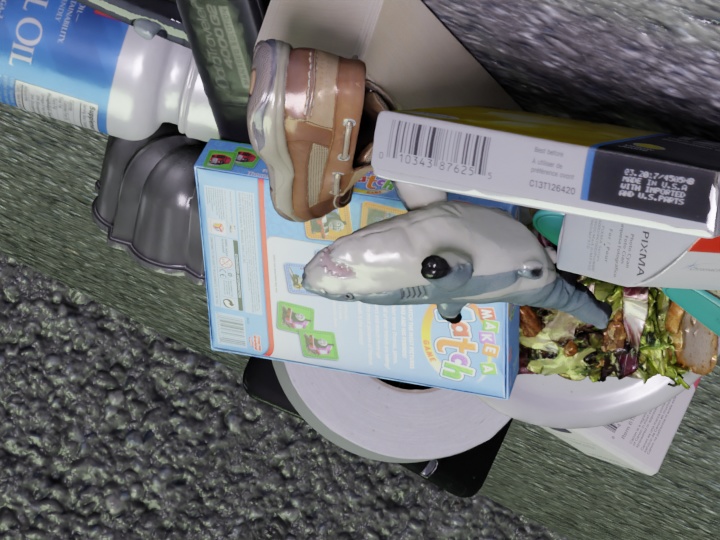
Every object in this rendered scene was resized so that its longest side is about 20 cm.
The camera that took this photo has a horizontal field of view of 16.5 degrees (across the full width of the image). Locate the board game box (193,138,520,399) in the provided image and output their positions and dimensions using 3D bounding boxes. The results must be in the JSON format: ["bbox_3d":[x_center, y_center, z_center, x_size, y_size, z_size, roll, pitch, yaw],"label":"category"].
[{"bbox_3d":[0.000,0.000,1.550,0.200,0.037,0.152,10,131,14],"label":"board game box"}]

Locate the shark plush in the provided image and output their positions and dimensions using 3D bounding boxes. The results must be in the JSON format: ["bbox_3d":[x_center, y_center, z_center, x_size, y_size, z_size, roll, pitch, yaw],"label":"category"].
[{"bbox_3d":[0.064,-0.003,1.464,0.200,0.083,0.091,4,-134,-42],"label":"shark plush"}]

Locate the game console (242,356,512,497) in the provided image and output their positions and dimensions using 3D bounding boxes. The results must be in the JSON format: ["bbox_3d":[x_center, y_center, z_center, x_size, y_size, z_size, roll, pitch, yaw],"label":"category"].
[{"bbox_3d":[0.039,0.045,1.884,0.176,0.200,0.116,32,169,-40],"label":"game console"}]

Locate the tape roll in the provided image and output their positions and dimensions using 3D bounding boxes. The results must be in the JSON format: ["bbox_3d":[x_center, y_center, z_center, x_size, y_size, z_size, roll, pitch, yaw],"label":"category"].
[{"bbox_3d":[0.035,0.038,1.787,0.200,0.201,0.066,25,172,-4],"label":"tape roll"}]

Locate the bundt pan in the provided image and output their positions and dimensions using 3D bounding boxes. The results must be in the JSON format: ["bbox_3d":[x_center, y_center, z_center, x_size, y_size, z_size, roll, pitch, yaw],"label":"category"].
[{"bbox_3d":[-0.084,-0.072,1.702,0.201,0.076,0.202,5,-149,-3],"label":"bundt pan"}]

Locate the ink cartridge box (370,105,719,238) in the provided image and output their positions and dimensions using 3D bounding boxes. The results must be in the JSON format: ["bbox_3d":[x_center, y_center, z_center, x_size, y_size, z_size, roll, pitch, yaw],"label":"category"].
[{"bbox_3d":[0.136,-0.060,1.392,0.197,0.047,0.200,10,-168,23],"label":"ink cartridge box"}]

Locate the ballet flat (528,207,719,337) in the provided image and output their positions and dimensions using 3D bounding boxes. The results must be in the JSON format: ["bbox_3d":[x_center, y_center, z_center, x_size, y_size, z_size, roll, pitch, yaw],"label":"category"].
[{"bbox_3d":[0.194,-0.019,1.535,0.200,0.072,0.068,28,159,-18],"label":"ballet flat"}]

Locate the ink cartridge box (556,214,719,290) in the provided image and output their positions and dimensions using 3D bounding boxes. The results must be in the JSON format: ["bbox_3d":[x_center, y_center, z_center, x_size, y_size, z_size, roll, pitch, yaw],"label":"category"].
[{"bbox_3d":[0.232,-0.002,1.402,0.160,0.047,0.200,4,-171,-31],"label":"ink cartridge box"}]

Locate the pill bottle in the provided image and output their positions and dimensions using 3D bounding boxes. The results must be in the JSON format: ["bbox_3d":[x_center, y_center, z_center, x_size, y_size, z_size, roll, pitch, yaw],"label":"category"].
[{"bbox_3d":[-0.174,-0.149,1.613,0.200,0.112,0.112,16,170,3],"label":"pill bottle"}]

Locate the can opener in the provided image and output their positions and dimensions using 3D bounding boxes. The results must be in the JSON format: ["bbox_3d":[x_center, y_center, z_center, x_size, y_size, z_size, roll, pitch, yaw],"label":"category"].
[{"bbox_3d":[-0.097,-0.161,1.531,0.200,0.064,0.079,26,170,-5],"label":"can opener"}]

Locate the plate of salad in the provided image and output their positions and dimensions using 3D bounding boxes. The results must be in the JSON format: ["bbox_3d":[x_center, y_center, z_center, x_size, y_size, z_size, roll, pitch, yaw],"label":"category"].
[{"bbox_3d":[0.153,0.030,1.600,0.200,0.200,0.048,30,-154,-28],"label":"plate of salad"}]

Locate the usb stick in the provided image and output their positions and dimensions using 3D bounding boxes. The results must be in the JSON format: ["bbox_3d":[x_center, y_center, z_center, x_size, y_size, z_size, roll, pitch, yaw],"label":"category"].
[{"bbox_3d":[-0.078,-0.140,1.483,0.055,0.033,0.200,7,143,18],"label":"usb stick"}]

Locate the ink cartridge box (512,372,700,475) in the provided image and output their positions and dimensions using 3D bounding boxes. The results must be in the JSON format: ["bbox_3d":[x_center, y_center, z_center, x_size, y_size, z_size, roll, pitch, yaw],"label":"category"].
[{"bbox_3d":[0.145,0.033,1.718,0.200,0.145,0.084,31,170,-33],"label":"ink cartridge box"}]

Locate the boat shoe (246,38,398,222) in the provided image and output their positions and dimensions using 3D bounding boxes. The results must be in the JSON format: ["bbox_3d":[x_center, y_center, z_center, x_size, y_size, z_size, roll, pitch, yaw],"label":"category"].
[{"bbox_3d":[-0.015,-0.073,1.395,0.072,0.076,0.200,2,169,7],"label":"boat shoe"}]

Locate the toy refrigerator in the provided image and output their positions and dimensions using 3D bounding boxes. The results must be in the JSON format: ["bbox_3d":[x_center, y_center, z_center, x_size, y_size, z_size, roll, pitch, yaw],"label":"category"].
[{"bbox_3d":[0.022,-0.113,1.484,0.076,0.070,0.200,10,164,31],"label":"toy refrigerator"}]
